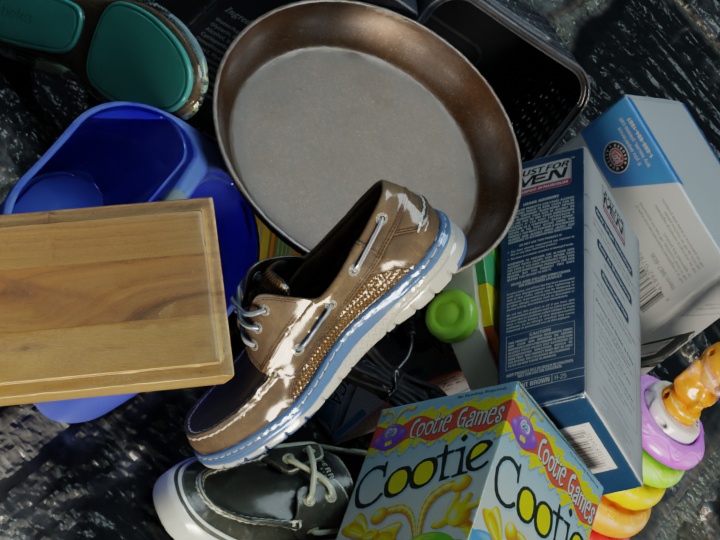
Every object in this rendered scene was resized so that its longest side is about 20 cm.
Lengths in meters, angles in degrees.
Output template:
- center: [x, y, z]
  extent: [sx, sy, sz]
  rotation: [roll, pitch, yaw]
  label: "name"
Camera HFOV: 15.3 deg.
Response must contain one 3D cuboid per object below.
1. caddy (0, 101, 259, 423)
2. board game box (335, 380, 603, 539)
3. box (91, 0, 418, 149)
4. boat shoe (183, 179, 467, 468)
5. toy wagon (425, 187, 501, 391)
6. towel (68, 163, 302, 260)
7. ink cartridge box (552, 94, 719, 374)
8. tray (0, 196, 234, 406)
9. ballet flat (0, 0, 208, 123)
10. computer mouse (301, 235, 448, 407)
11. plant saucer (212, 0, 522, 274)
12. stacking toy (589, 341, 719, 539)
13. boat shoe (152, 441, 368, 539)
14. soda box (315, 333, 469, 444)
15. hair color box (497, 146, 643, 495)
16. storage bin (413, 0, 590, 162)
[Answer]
- center: [-0.141, -0.009, 1.531]
  extent: [0.141, 0.105, 0.200]
  rotation: [46, 43, -10]
  label: "caddy"
- center: [0.051, 0.177, 1.529]
  extent: [0.103, 0.105, 0.200]
  rotation: [51, 42, -31]
  label: "board game box"
- center: [-0.074, -0.196, 1.754]
  extent: [0.117, 0.200, 0.197]
  rotation: [28, 38, -30]
  label: "box"
- center: [-0.035, 0.025, 1.515]
  extent: [0.072, 0.200, 0.072]
  rotation: [43, 6, -26]
  label: "boat shoe"
- center: [0.088, 0.038, 1.688]
  extent: [0.155, 0.039, 0.200]
  rotation: [34, 44, -58]
  label: "toy wagon"
- center: [-0.096, -0.026, 1.668]
  extent: [0.200, 0.018, 0.086]
  rotation: [19, 67, -30]
  label: "towel"
- center: [0.166, -0.004, 1.844]
  extent: [0.084, 0.200, 0.145]
  rotation: [0, 56, -54]
  label: "ink cartridge box"
- center: [-0.173, 0.019, 1.426]
  extent: [0.199, 0.037, 0.099]
  rotation: [-5, 81, -15]
  label: "tray"
- center: [-0.150, -0.138, 1.651]
  extent: [0.200, 0.074, 0.074]
  rotation: [28, 17, 36]
  label: "ballet flat"
- center: [0.000, 0.000, 1.647]
  extent: [0.140, 0.046, 0.200]
  rotation: [32, 45, -44]
  label: "computer mouse"
- center: [0.001, -0.073, 1.612]
  extent: [0.200, 0.034, 0.201]
  rotation: [12, 57, -18]
  label: "plant saucer"
- center: [0.179, 0.108, 1.738]
  extent: [0.110, 0.200, 0.116]
  rotation: [37, 33, -19]
  label: "stacking toy"
- center: [-0.037, 0.129, 1.578]
  extent: [0.200, 0.064, 0.071]
  rotation: [5, 52, -49]
  label: "boat shoe"
- center: [0.041, 0.054, 1.751]
  extent: [0.200, 0.068, 0.064]
  rotation: [-13, 67, -55]
  label: "soda box"
- center: [0.130, 0.033, 1.658]
  extent: [0.100, 0.060, 0.200]
  rotation: [56, 28, -43]
  label: "hair color box"
- center: [0.038, -0.097, 1.767]
  extent: [0.135, 0.200, 0.094]
  rotation: [31, 17, -27]
  label: "storage bin"
